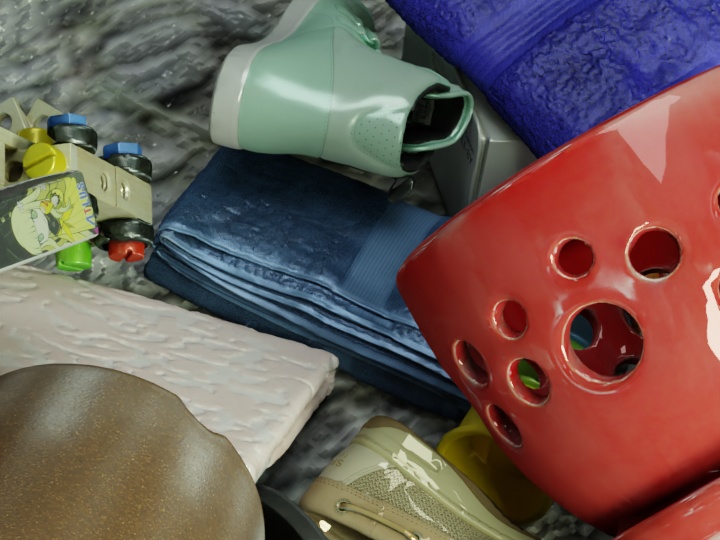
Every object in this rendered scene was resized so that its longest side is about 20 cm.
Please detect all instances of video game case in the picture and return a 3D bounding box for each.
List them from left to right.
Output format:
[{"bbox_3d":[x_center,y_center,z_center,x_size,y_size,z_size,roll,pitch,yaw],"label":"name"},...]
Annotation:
[{"bbox_3d":[-0.239,0.011,1.231,0.199,0.036,0.181,-16,4,28],"label":"video game case"}]

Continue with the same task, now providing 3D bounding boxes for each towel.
[{"bbox_3d":[-0.123,0.047,1.338,0.199,0.032,0.191,17,17,6],"label":"towel"},{"bbox_3d":[0.000,0.000,1.451,0.200,0.049,0.112,23,44,13],"label":"towel"},{"bbox_3d":[0.101,-0.147,1.477,0.147,0.050,0.200,-33,65,-24],"label":"towel"}]

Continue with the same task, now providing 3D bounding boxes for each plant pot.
[{"bbox_3d":[-0.134,0.154,1.177,0.200,0.201,0.198,17,35,6],"label":"plant pot"},{"bbox_3d":[0.140,0.030,1.248,0.200,0.200,0.183,-22,79,-30],"label":"plant pot"}]

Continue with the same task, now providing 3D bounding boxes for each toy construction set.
[{"bbox_3d":[-0.176,-0.041,1.394,0.131,0.092,0.200,-7,1,20],"label":"toy construction set"}]

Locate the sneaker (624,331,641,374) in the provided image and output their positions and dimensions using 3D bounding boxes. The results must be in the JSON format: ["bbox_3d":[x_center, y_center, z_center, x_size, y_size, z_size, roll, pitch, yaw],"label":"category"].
[{"bbox_3d":[0.179,0.019,1.425,0.070,0.093,0.200,49,59,-22],"label":"sneaker"}]

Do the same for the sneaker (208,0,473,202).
[{"bbox_3d":[0.005,-0.090,1.495,0.118,0.074,0.200,14,20,11],"label":"sneaker"}]

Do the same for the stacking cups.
[{"bbox_3d":[0.099,0.032,1.390,0.060,0.061,0.200,22,48,11],"label":"stacking cups"}]

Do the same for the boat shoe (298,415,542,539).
[{"bbox_3d":[0.060,0.151,1.300,0.200,0.071,0.065,38,69,20],"label":"boat shoe"}]

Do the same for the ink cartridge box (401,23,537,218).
[{"bbox_3d":[0.133,-0.093,1.547,0.199,0.084,0.145,-4,45,-16],"label":"ink cartridge box"}]

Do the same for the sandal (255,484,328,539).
[{"bbox_3d":[-0.014,0.171,1.259,0.045,0.075,0.200,-26,57,-18],"label":"sandal"}]
